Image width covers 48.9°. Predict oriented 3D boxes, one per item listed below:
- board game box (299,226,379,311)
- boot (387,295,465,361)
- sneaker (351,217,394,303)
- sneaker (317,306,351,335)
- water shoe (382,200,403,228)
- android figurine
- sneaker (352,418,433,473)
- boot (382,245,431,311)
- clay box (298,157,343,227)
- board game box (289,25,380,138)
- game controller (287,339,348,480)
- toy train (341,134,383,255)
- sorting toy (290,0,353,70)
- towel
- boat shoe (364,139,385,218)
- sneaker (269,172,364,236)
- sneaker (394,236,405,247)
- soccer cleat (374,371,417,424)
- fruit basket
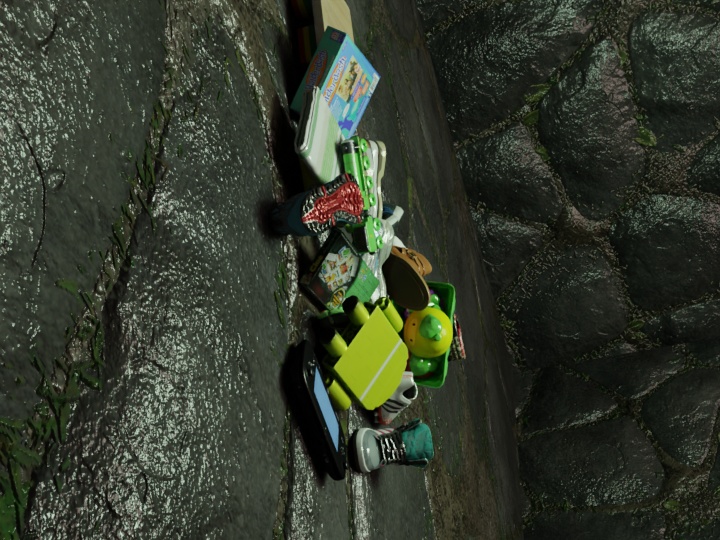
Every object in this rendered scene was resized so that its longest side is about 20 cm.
[{"bbox_3d":[-0.030,0.020,1.304,0.106,0.023,0.200,-59,151,-13],"label":"board game box"},{"bbox_3d":[0.135,0.119,1.699,0.073,0.147,0.205,-41,117,-72],"label":"boot"},{"bbox_3d":[0.000,0.000,1.433,0.085,0.076,0.206,16,78,-51],"label":"sneaker"},{"bbox_3d":[-0.013,0.126,1.295,0.201,0.075,0.085,58,21,-50],"label":"sneaker"},{"bbox_3d":[0.037,-0.100,1.659,0.073,0.077,0.200,-64,177,16],"label":"water shoe"},{"bbox_3d":[0.009,0.136,1.252,0.184,0.041,0.201,-54,134,-19],"label":"android figurine"},{"bbox_3d":[0.064,0.305,1.365,0.200,0.118,0.086,21,59,-72],"label":"sneaker"},{"bbox_3d":[0.095,0.003,1.518,0.200,0.075,0.153,45,23,30],"label":"boot"},{"bbox_3d":[-0.055,-0.141,1.382,0.199,0.046,0.118,3,76,-73],"label":"clay box"},{"bbox_3d":[-0.041,-0.320,1.413,0.155,0.044,0.200,-64,161,1],"label":"board game box"},{"bbox_3d":[-0.056,0.202,1.147,0.105,0.041,0.204,-73,149,-60],"label":"game controller"},{"bbox_3d":[-0.001,-0.125,1.322,0.056,0.041,0.206,-12,93,-59],"label":"toy train"},{"bbox_3d":[-0.071,-0.449,1.503,0.200,0.068,0.204,35,46,-68],"label":"sorting toy"},{"bbox_3d":[-0.052,-0.178,1.301,0.201,0.030,0.152,59,30,-45],"label":"towel"},{"bbox_3d":[0.002,-0.154,1.563,0.067,0.074,0.206,0,95,-30],"label":"boat shoe"},{"bbox_3d":[-0.067,-0.098,1.203,0.199,0.093,0.082,-20,101,-59],"label":"sneaker"},{"bbox_3d":[0.052,-0.033,1.695,0.086,0.072,0.200,56,16,5],"label":"sneaker"},{"bbox_3d":[0.062,0.229,1.433,0.201,0.083,0.070,81,5,-61],"label":"soccer cleat"},{"bbox_3d":[0.118,0.122,1.550,0.215,0.152,0.222,6,90,-67],"label":"fruit basket"}]
